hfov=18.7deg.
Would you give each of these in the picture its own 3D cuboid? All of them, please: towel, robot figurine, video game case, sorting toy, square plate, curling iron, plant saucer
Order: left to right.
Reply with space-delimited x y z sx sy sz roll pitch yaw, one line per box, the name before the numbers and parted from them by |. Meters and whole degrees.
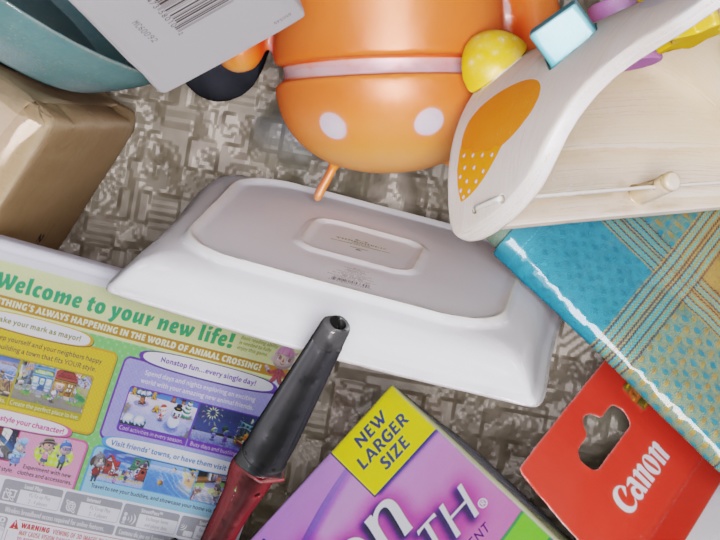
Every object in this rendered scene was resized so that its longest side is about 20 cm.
plant saucer | -0.177 -0.144 1.058 0.200 0.200 0.036 39 104 3
video game case | -0.135 0.086 1.017 0.200 0.022 0.182 16 96 -33
curling iron | -0.052 0.094 0.982 0.026 0.050 0.200 41 123 10
square plate | 0.000 0.000 1.042 0.200 0.198 0.028 15 106 5
robot figurine | 0.015 -0.135 1.077 0.144 0.117 0.200 -3 92 -37
towel | 0.169 0.015 1.071 0.200 0.022 0.147 46 53 2
sorting toy | 0.157 -0.096 0.988 0.200 0.180 0.107 -5 73 -34

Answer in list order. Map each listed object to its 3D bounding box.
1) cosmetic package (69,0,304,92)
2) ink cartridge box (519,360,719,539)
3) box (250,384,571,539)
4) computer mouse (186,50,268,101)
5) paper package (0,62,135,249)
cosmetic package | -0.102 -0.198 1.028 0.085 0.108 0.200 -28 52 14
ink cartridge box | 0.184 0.122 1.045 0.200 0.160 0.047 46 122 2
box | 0.036 0.189 1.013 0.176 0.097 0.200 -47 61 1
computer mouse | -0.086 -0.186 1.127 0.059 0.034 0.200 -12 90 7
paper package | -0.218 -0.021 1.069 0.103 0.191 0.200 34 97 4
